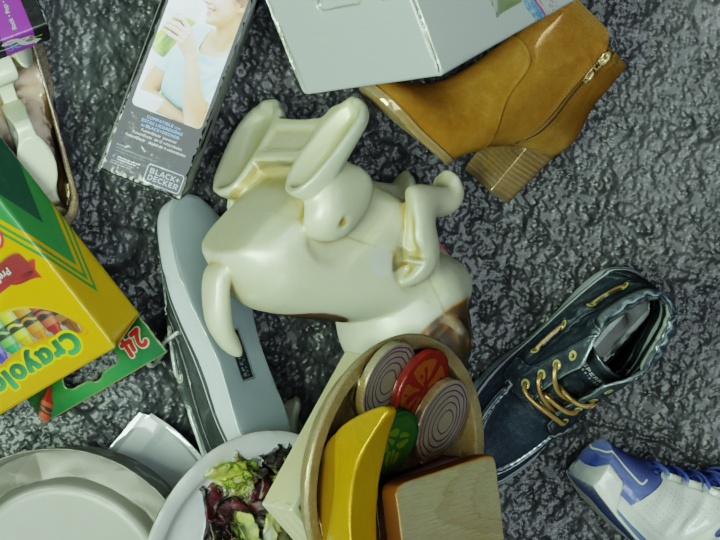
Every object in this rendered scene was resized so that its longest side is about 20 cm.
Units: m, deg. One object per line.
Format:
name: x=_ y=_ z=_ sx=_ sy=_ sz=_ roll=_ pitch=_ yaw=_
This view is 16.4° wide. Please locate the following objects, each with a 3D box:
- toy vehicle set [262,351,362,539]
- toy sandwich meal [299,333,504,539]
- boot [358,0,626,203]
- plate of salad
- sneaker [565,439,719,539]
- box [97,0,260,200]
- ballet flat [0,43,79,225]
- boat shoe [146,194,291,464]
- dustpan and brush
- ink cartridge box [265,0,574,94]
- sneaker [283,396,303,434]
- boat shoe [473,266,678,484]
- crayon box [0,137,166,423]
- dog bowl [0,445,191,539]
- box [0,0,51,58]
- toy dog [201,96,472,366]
toy vehicle set: x=0.019 y=0.164 z=1.706 sx=0.200 sy=0.026 sz=0.124 roll=53 pitch=57 yaw=-40
toy sandwich meal: x=0.038 y=0.143 z=1.647 sx=0.205 sy=0.070 sz=0.206 roll=-12 pitch=106 yaw=-48
boot: x=0.095 y=-0.137 z=1.717 sx=0.144 sy=0.071 sz=0.201 roll=-53 pitch=142 yaw=7
plate of salad: x=-0.062 y=0.208 z=1.676 sx=0.200 sy=0.048 sz=0.201 roll=-5 pitch=98 yaw=-39
sneaker: x=0.252 y=0.169 z=1.830 sx=0.199 sy=0.081 sz=0.115 roll=40 pitch=86 yaw=-21
box: x=-0.111 y=-0.153 z=1.683 sx=0.060 sy=0.117 sz=0.201 roll=21 pitch=95 yaw=-2
ballet flat: x=-0.234 y=-0.116 z=1.691 sx=0.068 sy=0.067 sz=0.201 roll=-23 pitch=102 yaw=-7
boat shoe: x=-0.109 y=0.049 z=1.738 sx=0.074 sy=0.068 sz=0.200 roll=-16 pitch=83 yaw=-52
dustpan and brush: x=-0.118 y=0.214 z=1.766 sx=0.200 sy=0.057 sz=0.140 roll=40 pitch=90 yaw=-13
ink cartridge box: x=0.058 y=-0.194 z=1.658 sx=0.200 sy=0.144 sz=0.085 roll=-30 pitch=106 yaw=-36
sneaker: x=-0.001 y=0.176 z=1.777 sx=0.200 sy=0.075 sz=0.090 roll=39 pitch=95 yaw=-15
boat shoe: x=0.141 y=0.080 z=1.781 sx=0.071 sy=0.091 sz=0.200 roll=41 pitch=89 yaw=-14
crayon box: x=-0.240 y=0.014 z=1.687 sx=0.127 sy=0.051 sz=0.200 roll=-30 pitch=105 yaw=30
dog bowl: x=-0.196 y=0.212 z=1.720 sx=0.199 sy=0.059 sz=0.201 roll=2 pitch=101 yaw=12
box: x=-0.323 y=-0.182 z=1.652 sx=0.199 sy=0.036 sz=0.143 roll=-21 pitch=75 yaw=-8
toy dog: x=0.000 y=0.000 z=1.712 sx=0.200 sy=0.139 sz=0.194 roll=40 pitch=60 yaw=-30
